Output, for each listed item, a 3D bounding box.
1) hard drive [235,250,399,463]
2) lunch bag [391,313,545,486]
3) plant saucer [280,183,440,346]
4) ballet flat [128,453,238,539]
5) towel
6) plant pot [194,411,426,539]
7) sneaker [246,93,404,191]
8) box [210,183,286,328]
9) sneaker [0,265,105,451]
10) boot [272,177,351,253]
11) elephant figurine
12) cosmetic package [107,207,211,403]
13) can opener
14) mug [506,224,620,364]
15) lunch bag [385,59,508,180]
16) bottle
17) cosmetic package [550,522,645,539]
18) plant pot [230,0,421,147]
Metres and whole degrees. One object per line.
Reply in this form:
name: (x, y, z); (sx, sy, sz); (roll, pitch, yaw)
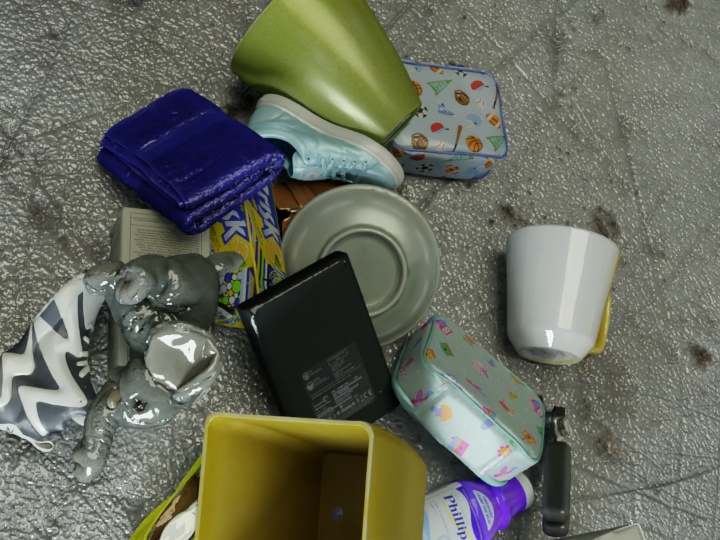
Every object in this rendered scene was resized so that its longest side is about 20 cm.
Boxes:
hard drive: (-0.043, 0.097, 1.118); (0.139, 0.033, 0.201); (-29, 113, -25)
lunch bag: (0.133, 0.154, 1.192); (0.200, 0.077, 0.161); (42, 23, -8)
plant saucer: (0.000, 0.000, 1.171); (0.198, 0.050, 0.202); (-1, 99, -5)
ballet flat: (-0.165, 0.241, 1.040); (0.067, 0.067, 0.200); (45, 57, -2)
towel: (-0.194, -0.132, 1.112); (0.147, 0.050, 0.200); (-39, 51, -18)
plant pot: (-0.033, 0.253, 1.004); (0.176, 0.199, 0.202); (18, 74, -56)
sneaker: (-0.048, -0.130, 1.189); (0.199, 0.074, 0.082); (25, 61, 0)
box: (-0.138, -0.039, 1.156); (0.064, 0.070, 0.201); (18, 57, -58)
sneaker: (-0.293, 0.099, 1.027); (0.130, 0.079, 0.199); (42, 58, -7)
boot: (-0.024, -0.037, 1.218); (0.154, 0.077, 0.201); (-16, 78, -30)
elephant figurine: (-0.198, 0.090, 0.980); (0.141, 0.154, 0.202); (7, 71, -69)
cosmetic package: (-0.221, 0.039, 1.091); (0.103, 0.073, 0.201); (7, 67, -23)
can opener: (0.232, 0.238, 1.223); (0.066, 0.053, 0.201); (-4, 36, 11)
mug: (0.272, 0.043, 1.300); (0.185, 0.149, 0.154); (16, 71, -13)
lunch bag: (0.107, -0.210, 1.358); (0.199, 0.076, 0.161); (3, 66, -24)
bottle: (0.115, 0.290, 1.161); (0.199, 0.065, 0.084); (-15, 79, -30)
cosmetic package: (0.227, 0.350, 1.112); (0.103, 0.200, 0.088); (-10, 74, -30)
plant pot: (-0.026, -0.242, 1.229); (0.200, 0.187, 0.187); (46, 57, 1)
